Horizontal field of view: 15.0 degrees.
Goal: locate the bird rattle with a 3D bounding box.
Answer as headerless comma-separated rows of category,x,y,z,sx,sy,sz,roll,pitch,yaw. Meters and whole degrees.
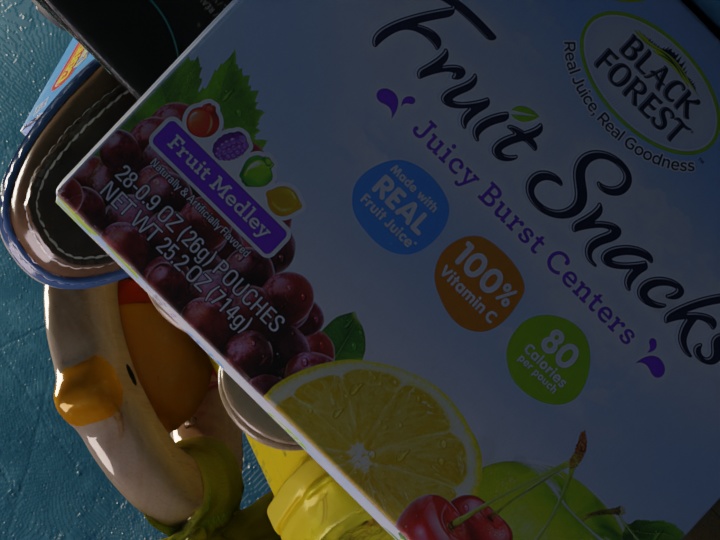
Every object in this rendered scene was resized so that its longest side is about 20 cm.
bird rattle,-0.074,0.045,1.116,0.163,0.112,0.201,57,-152,-43

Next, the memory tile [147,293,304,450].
memory tile,0.002,-0.026,1.029,0.154,0.199,0.017,55,146,15

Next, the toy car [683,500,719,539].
toy car,0.136,0.099,1.232,0.163,0.158,0.200,19,154,29

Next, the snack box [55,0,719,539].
snack box,0.037,-0.012,0.800,0.200,0.169,0.068,45,175,-6

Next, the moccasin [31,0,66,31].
moccasin,-0.140,-0.179,1.297,0.068,0.081,0.200,24,143,5

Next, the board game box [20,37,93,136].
board game box,-0.065,-0.078,1.464,0.200,0.056,0.196,46,-141,-20

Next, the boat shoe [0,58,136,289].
boat shoe,-0.041,-0.067,0.954,0.072,0.200,0.072,53,162,-9

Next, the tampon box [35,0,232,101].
tampon box,-0.094,-0.165,0.926,0.150,0.126,0.200,46,178,-31

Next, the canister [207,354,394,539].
canister,0.000,0.000,1.077,0.201,0.148,0.087,63,153,18
